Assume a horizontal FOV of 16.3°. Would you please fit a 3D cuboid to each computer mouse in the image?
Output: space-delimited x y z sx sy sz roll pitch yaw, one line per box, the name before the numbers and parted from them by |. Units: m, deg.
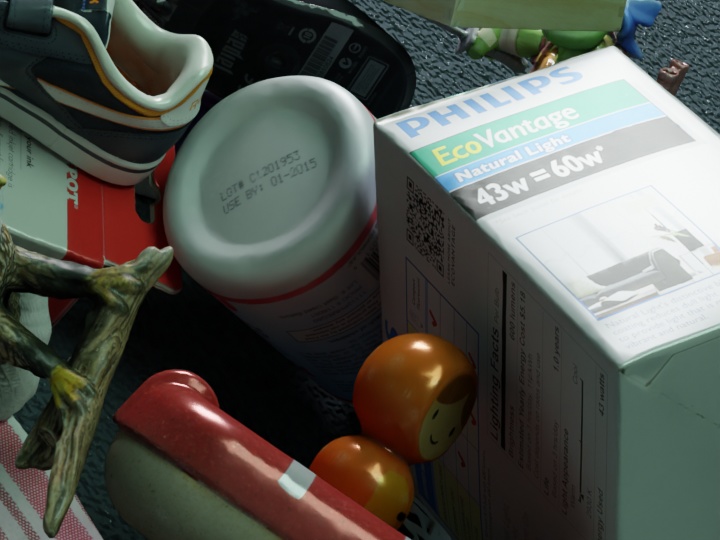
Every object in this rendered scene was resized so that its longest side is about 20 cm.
computer mouse | -0.054 -0.142 1.154 0.199 0.141 0.046 19 33 -17

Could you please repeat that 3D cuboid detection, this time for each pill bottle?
pill bottle | 0.000 0.000 1.183 0.200 0.108 0.109 44 25 -51

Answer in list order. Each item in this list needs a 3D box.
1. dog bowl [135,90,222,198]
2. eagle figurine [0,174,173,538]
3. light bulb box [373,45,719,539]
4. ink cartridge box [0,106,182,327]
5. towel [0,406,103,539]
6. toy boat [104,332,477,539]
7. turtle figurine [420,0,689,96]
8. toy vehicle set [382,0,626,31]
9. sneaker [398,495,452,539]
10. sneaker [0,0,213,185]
dog bowl | -0.105 -0.138 1.281 0.199 0.079 0.201 27 40 -25
eagle figurine | -0.179 -0.010 0.990 0.199 0.152 0.152 25 24 -9
light bulb box | 0.106 0.045 1.061 0.124 0.199 0.200 -18 39 -20
ink cartridge box | -0.181 -0.046 1.125 0.199 0.067 0.117 22 42 -29
towel | -0.203 0.095 1.004 0.147 0.030 0.199 52 36 13
toy boat | 0.003 0.085 0.999 0.199 0.131 0.131 34 -6 -2
turtle figurine | 0.068 -0.064 1.333 0.199 0.195 0.144 -17 36 -11
toy vehicle set | 0.020 -0.157 1.237 0.124 0.027 0.199 -3 22 -44
sneaker | 0.007 0.135 1.136 0.072 0.073 0.200 43 34 -1
sneaker | -0.156 -0.114 1.093 0.199 0.079 0.079 25 41 -25
